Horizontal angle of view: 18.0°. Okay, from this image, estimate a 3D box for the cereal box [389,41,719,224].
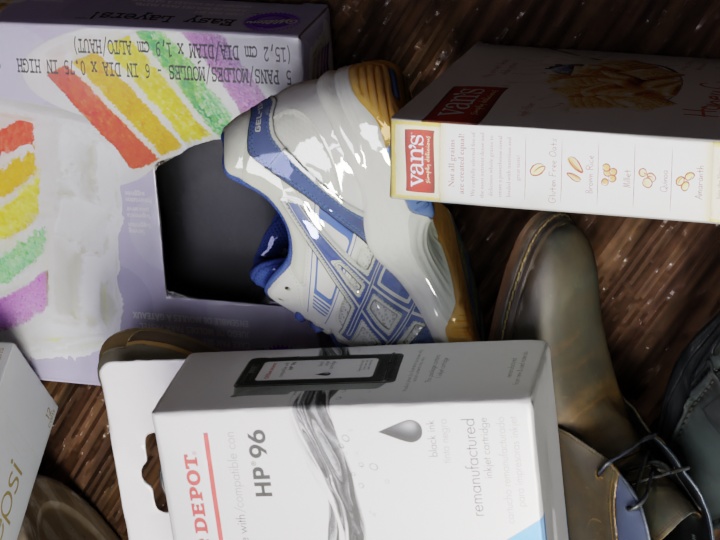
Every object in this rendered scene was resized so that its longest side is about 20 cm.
[{"bbox_3d":[0.125,-0.056,0.911,0.200,0.144,0.040,6,109,16],"label":"cereal box"}]

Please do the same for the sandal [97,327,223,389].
[{"bbox_3d":[-0.034,0.092,1.032,0.200,0.054,0.080,27,146,-7],"label":"sandal"}]

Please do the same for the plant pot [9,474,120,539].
[{"bbox_3d":[-0.199,0.196,1.126,0.173,0.200,0.200,-34,100,12],"label":"plant pot"}]

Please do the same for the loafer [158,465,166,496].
[{"bbox_3d":[-0.015,0.144,1.091,0.200,0.072,0.073,31,120,4],"label":"loafer"}]

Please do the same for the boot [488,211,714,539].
[{"bbox_3d":[0.114,0.073,0.996,0.097,0.075,0.200,15,120,39],"label":"boot"}]

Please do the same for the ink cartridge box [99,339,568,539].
[{"bbox_3d":[-0.017,0.097,0.963,0.200,0.068,0.116,-3,110,13],"label":"ink cartridge box"}]

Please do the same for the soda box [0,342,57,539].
[{"bbox_3d":[-0.203,0.130,1.033,0.068,0.200,0.064,3,148,18],"label":"soda box"}]

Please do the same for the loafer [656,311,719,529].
[{"bbox_3d":[0.174,0.047,0.970,0.068,0.070,0.201,21,132,-2],"label":"loafer"}]

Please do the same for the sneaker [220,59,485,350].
[{"bbox_3d":[0.000,0.000,0.990,0.088,0.075,0.200,-15,122,8],"label":"sneaker"}]

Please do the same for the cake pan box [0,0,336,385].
[{"bbox_3d":[-0.100,-0.034,1.053,0.200,0.052,0.184,5,117,16],"label":"cake pan box"}]
